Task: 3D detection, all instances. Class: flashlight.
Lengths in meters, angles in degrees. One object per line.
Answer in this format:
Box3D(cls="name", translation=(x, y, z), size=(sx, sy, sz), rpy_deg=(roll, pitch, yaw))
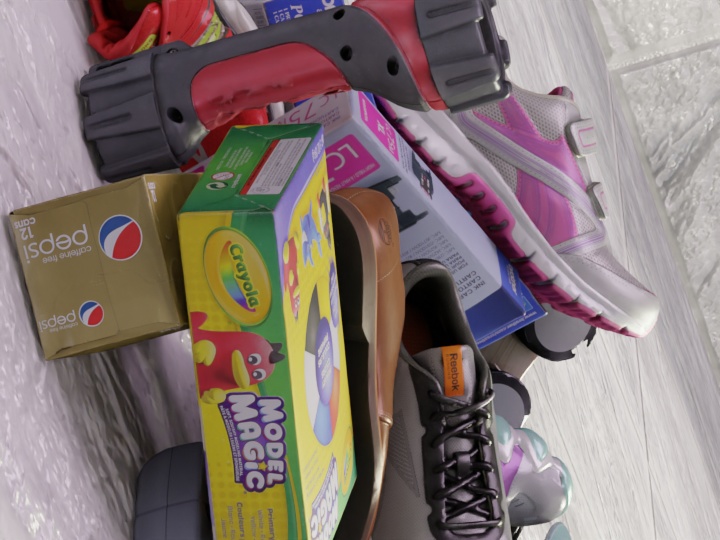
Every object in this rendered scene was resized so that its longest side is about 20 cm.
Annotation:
Box3D(cls="flashlight", translation=(-0.031, -0.087, 1.417), size=(0.068, 0.199, 0.068), rpy_deg=(-63, 136, -74))

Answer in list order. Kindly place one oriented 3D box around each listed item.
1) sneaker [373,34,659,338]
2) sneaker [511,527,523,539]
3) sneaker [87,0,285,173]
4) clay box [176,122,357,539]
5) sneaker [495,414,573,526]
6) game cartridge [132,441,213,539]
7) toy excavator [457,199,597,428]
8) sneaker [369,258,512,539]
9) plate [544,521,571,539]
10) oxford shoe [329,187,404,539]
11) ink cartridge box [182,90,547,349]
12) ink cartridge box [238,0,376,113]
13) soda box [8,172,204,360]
Box3D(cls="sneaker", translation=(0.096, -0.048, 1.582), size=(0.200, 0.088, 0.081), rpy_deg=(47, -9, -15))
Box3D(cls="sneaker", translation=(0.059, 0.142, 1.828), size=(0.200, 0.087, 0.076), rpy_deg=(-94, 162, -50))
Box3D(cls="sneaker", translation=(-0.102, -0.115, 1.497), size=(0.085, 0.077, 0.201), rpy_deg=(-51, 126, -51))
Box3D(cls="clay box", translation=(-0.037, 0.049, 1.318), size=(0.115, 0.047, 0.201), rpy_deg=(-66, 152, -66))
Box3D(cls="sneaker", translation=(0.017, 0.135, 1.517), size=(0.078, 0.199, 0.140), rpy_deg=(132, -32, -50))
Box3D(cls="game cartridge", translation=(-0.061, 0.183, 1.332), size=(0.133, 0.041, 0.201), rpy_deg=(66, 13, -50))
Box3D(cls="toy excavator", translation=(0.039, -0.027, 1.648), size=(0.200, 0.195, 0.100), rpy_deg=(37, -2, -26))
Box3D(cls="sneaker", translation=(0.035, 0.086, 1.456), size=(0.074, 0.079, 0.201), rpy_deg=(0, 62, -31))
Box3D(cls="plate", translation=(0.103, 0.232, 1.572), size=(0.200, 0.025, 0.201), rpy_deg=(6, 90, -79))
Box3D(cls="oxford shoe", translation=(-0.006, 0.058, 1.423), size=(0.071, 0.071, 0.201), rpy_deg=(-21, 122, -58))
Box3D(cls="ink cartridge box", translation=(0.000, 0.000, 1.541), size=(0.200, 0.119, 0.042), rpy_deg=(46, 22, -39))
Box3D(cls="ink cartridge box", translation=(-0.038, -0.104, 1.621), size=(0.200, 0.044, 0.094), rpy_deg=(-161, -127, -77))
Box3D(cls="soda box", translation=(-0.093, -0.005, 1.356), size=(0.200, 0.064, 0.068), rpy_deg=(-13, 89, -78))
